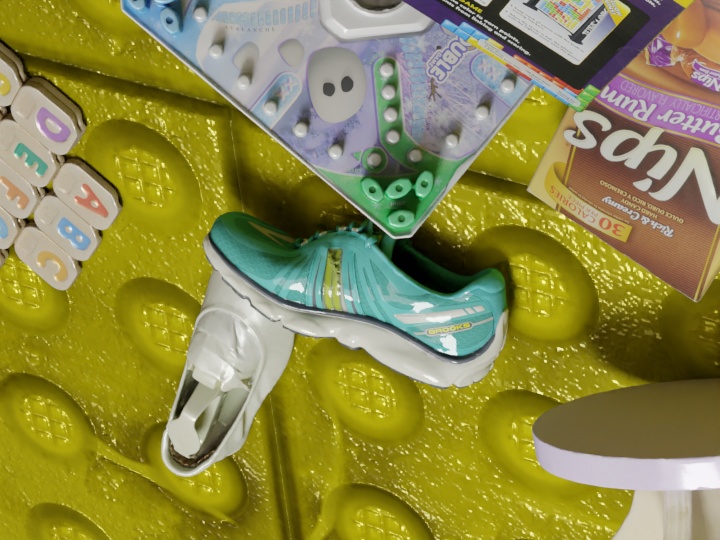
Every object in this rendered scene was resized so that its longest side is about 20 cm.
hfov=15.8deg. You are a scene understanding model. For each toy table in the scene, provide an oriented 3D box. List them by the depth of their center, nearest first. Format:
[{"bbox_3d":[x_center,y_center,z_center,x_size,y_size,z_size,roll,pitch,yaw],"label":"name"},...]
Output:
[{"bbox_3d":[0.200,0.135,1.473,0.199,0.183,0.118,2,110,46],"label":"toy table"}]

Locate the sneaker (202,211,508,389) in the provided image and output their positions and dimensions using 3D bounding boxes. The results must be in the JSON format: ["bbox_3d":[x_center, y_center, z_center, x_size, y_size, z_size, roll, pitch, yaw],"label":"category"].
[{"bbox_3d":[0.000,0.000,1.583,0.199,0.077,0.080,20,116,16],"label":"sneaker"}]

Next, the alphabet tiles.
[{"bbox_3d":[-0.254,-0.075,1.735,0.195,0.015,0.200,40,139,0],"label":"alphabet tiles"}]

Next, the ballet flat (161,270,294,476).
[{"bbox_3d":[-0.091,0.069,1.699,0.069,0.069,0.200,32,138,10],"label":"ballet flat"}]

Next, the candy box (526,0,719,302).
[{"bbox_3d":[0.177,-0.087,1.369,0.116,0.057,0.200,33,140,8],"label":"candy box"}]

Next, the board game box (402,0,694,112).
[{"bbox_3d":[0.062,-0.175,1.239,0.199,0.057,0.165,32,155,-6],"label":"board game box"}]

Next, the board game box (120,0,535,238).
[{"bbox_3d":[0.009,-0.154,1.351,0.200,0.200,0.026,40,180,0],"label":"board game box"}]
